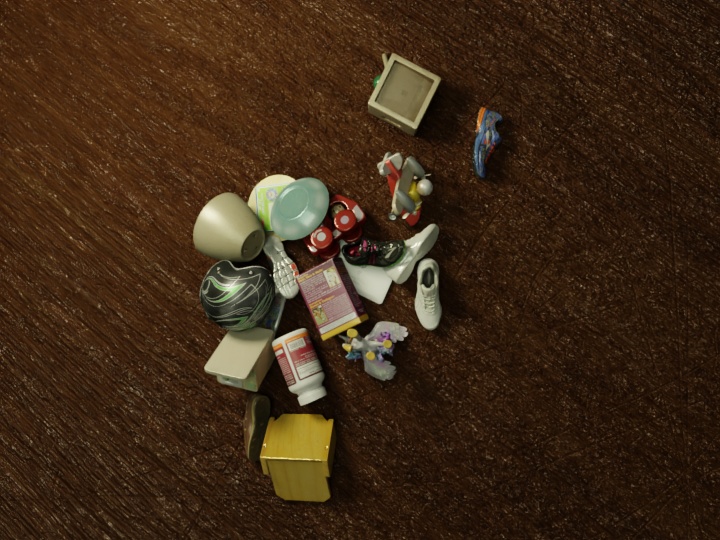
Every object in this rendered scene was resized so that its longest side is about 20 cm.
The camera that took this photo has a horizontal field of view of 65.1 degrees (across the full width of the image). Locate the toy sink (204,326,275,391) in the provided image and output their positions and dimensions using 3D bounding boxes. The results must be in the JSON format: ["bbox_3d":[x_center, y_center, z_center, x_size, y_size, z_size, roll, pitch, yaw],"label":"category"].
[{"bbox_3d":[-0.339,0.265,1.617,0.128,0.201,0.113,9,127,11],"label":"toy sink"}]

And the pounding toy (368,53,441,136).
[{"bbox_3d":[0.112,-0.520,1.624,0.198,0.142,0.186,27,93,1],"label":"pounding toy"}]

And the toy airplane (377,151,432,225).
[{"bbox_3d":[0.129,-0.237,1.556,0.139,0.199,0.203,-2,84,22],"label":"toy airplane"}]

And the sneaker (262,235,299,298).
[{"bbox_3d":[-0.231,-0.005,1.679,0.076,0.082,0.202,-18,72,-11],"label":"sneaker"}]

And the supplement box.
[{"bbox_3d":[-0.081,0.080,1.621,0.130,0.103,0.202,-25,86,14],"label":"supplement box"}]

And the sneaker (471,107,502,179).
[{"bbox_3d":[0.357,-0.357,1.581,0.077,0.075,0.203,8,90,9],"label":"sneaker"}]

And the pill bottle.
[{"bbox_3d":[-0.172,0.280,1.631,0.112,0.113,0.202,-24,82,9],"label":"pill bottle"}]

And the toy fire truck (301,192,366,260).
[{"bbox_3d":[-0.093,-0.141,1.640,0.199,0.112,0.169,-36,70,-1],"label":"toy fire truck"}]

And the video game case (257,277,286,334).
[{"bbox_3d":[-0.306,0.114,1.718,0.141,0.018,0.203,17,90,12],"label":"video game case"}]

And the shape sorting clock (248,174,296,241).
[{"bbox_3d":[-0.250,-0.189,1.713,0.197,0.039,0.203,0,88,10],"label":"shape sorting clock"}]

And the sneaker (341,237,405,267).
[{"bbox_3d":[0.034,-0.052,1.589,0.197,0.084,0.078,-8,68,25],"label":"sneaker"}]

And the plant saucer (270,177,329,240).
[{"bbox_3d":[-0.185,-0.187,1.621,0.198,0.039,0.204,-12,62,23],"label":"plant saucer"}]

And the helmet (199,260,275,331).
[{"bbox_3d":[-0.343,0.075,1.615,0.189,0.199,0.203,18,90,30],"label":"helmet"}]

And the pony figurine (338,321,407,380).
[{"bbox_3d":[0.032,0.211,1.572,0.190,0.200,0.169,17,83,-3],"label":"pony figurine"}]

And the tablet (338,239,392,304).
[{"bbox_3d":[0.000,0.000,1.663,0.198,0.014,0.132,25,92,12],"label":"tablet"}]

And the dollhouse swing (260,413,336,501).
[{"bbox_3d":[-0.168,0.549,1.654,0.197,0.177,0.183,-3,45,12],"label":"dollhouse swing"}]

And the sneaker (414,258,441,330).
[{"bbox_3d":[0.186,0.069,1.571,0.077,0.099,0.203,-5,92,8],"label":"sneaker"}]

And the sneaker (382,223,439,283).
[{"bbox_3d":[0.139,-0.064,1.611,0.088,0.075,0.201,39,88,31],"label":"sneaker"}]

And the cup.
[{"bbox_3d":[-0.361,-0.104,1.637,0.142,0.200,0.202,29,93,23],"label":"cup"}]

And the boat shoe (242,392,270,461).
[{"bbox_3d":[-0.314,0.463,1.680,0.067,0.071,0.203,11,98,45],"label":"boat shoe"}]
